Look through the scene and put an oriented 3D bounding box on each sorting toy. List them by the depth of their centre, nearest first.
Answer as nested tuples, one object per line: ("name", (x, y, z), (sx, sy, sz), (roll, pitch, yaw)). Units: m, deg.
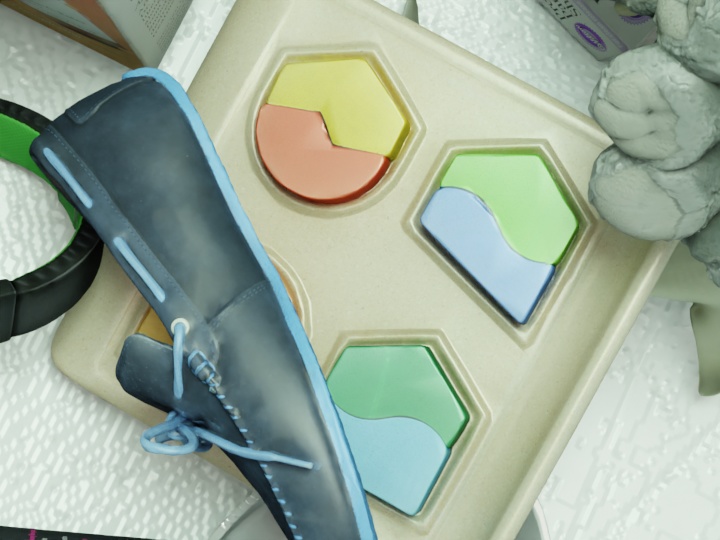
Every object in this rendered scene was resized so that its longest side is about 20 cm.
("sorting toy", (0.000, 0.000, 0.744), (0.199, 0.036, 0.186), (29, 91, 13))

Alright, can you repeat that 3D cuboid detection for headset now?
("headset", (-0.193, -0.006, 0.733), (0.199, 0.094, 0.124), (-9, 46, -28))

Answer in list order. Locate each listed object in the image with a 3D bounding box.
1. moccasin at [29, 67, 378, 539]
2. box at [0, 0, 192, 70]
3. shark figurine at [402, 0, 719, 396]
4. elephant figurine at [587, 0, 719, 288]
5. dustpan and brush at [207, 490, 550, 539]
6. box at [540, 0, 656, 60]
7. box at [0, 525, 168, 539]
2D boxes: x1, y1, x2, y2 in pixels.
("moccasin", (-0.057, 0.027, 0.703), (0.068, 0.081, 0.201), (-25, 70, -8))
("box", (-0.129, -0.164, 0.703), (0.152, 0.200, 0.107), (27, 86, 4))
("shark figurine", (0.107, -0.034, 0.813), (0.213, 0.129, 0.090), (18, 44, 19))
("elephant figurine", (0.145, -0.103, 0.701), (0.155, 0.142, 0.201), (28, 40, -14))
("dustpan and brush", (0.035, 0.091, 0.774), (0.139, 0.057, 0.200), (36, 77, -1))
("box", (0.050, -0.171, 0.812), (0.200, 0.041, 0.039), (44, 81, -12))
("box", (-0.086, 0.175, 0.657), (0.114, 0.200, 0.133), (7, 96, -8))
